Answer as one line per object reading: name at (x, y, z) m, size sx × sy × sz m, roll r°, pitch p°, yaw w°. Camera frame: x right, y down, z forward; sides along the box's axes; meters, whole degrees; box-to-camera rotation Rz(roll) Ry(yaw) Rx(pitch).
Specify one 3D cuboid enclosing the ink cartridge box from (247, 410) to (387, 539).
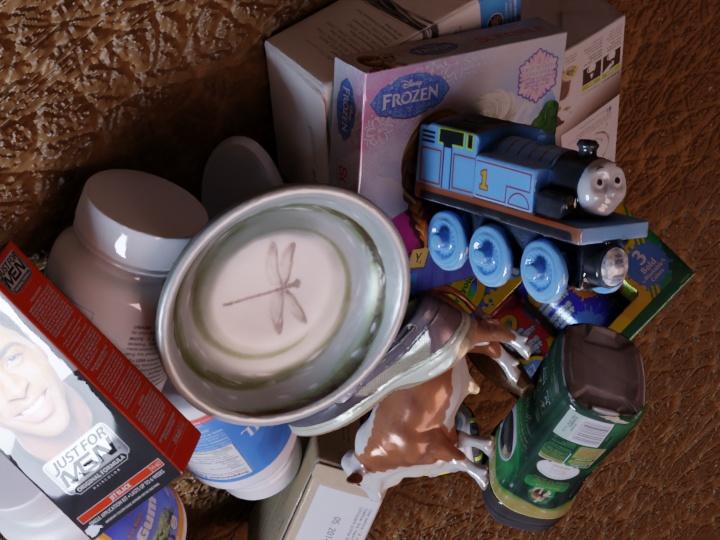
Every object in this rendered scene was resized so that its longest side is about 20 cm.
ink cartridge box at (-0.042, 0.215, 1.679) m, size 0.075 × 0.165 × 0.200 m, roll 17°, pitch 117°, yaw -12°

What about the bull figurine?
bull figurine at (0.062, 0.114, 1.524) m, size 0.065 × 0.121 × 0.200 m, roll -64°, pitch 172°, yaw -78°

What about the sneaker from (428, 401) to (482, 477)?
sneaker at (0.050, 0.139, 1.715) m, size 0.076 × 0.200 × 0.076 m, roll -11°, pitch 103°, yaw -14°

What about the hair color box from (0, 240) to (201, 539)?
hair color box at (-0.221, 0.088, 1.304) m, size 0.101 × 0.200 × 0.061 m, roll -38°, pitch -166°, yaw 24°

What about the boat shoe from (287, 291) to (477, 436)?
boat shoe at (0.004, 0.071, 1.470) m, size 0.200 × 0.065 × 0.072 m, roll -29°, pitch -155°, yaw 37°

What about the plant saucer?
plant saucer at (-0.062, 0.019, 1.346) m, size 0.200 × 0.050 × 0.200 m, roll -13°, pitch 122°, yaw -22°

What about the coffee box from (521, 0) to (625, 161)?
coffee box at (0.159, -0.155, 1.579) m, size 0.080 × 0.113 × 0.200 m, roll -33°, pitch 143°, yaw -22°

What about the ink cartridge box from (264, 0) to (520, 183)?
ink cartridge box at (0.029, -0.154, 1.455) m, size 0.200 × 0.084 × 0.146 m, roll -31°, pitch 142°, yaw -23°

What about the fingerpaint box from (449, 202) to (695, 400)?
fingerpaint box at (0.187, 0.019, 1.731) m, size 0.200 × 0.167 × 0.073 m, roll -45°, pitch 174°, yaw -4°

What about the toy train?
toy train at (0.119, -0.047, 1.322) m, size 0.087 × 0.200 × 0.114 m, roll -9°, pitch 108°, yaw -36°

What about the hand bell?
hand bell at (0.080, 0.047, 1.616) m, size 0.104 × 0.200 × 0.104 m, roll -29°, pitch 143°, yaw -25°

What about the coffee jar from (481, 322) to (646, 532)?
coffee jar at (0.175, 0.143, 1.611) m, size 0.085 × 0.104 × 0.200 m, roll 15°, pitch 138°, yaw -12°

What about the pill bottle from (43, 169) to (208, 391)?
pill bottle at (-0.188, 0.033, 1.371) m, size 0.113 × 0.113 × 0.200 m, roll -8°, pitch 130°, yaw -45°

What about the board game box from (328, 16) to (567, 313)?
board game box at (0.065, -0.084, 1.421) m, size 0.200 × 0.041 × 0.200 m, roll -16°, pitch 123°, yaw -33°

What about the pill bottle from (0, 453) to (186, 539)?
pill bottle at (-0.231, 0.187, 1.482) m, size 0.112 × 0.112 × 0.200 m, roll -46°, pitch 148°, yaw -3°

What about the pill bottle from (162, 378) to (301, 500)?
pill bottle at (-0.117, 0.117, 1.542) m, size 0.112 × 0.112 × 0.200 m, roll -43°, pitch 148°, yaw -9°

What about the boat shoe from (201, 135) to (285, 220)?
boat shoe at (-0.065, -0.024, 1.473) m, size 0.202 × 0.075 × 0.086 m, roll 71°, pitch 26°, yaw -20°
